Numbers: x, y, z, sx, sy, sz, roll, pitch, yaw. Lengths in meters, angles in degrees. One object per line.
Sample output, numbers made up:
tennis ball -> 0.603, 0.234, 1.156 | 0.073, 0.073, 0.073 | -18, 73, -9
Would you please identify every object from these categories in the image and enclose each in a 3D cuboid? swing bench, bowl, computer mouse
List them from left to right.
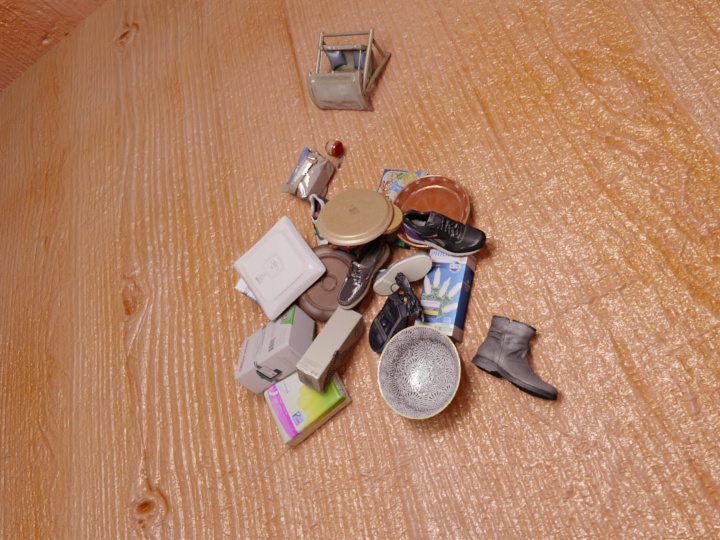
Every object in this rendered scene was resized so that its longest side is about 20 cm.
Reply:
swing bench -> -0.043, -0.586, 1.717 | 0.197, 0.129, 0.203 | 11, 78, 34
computer mouse -> 0.086, 0.118, 1.379 | 0.201, 0.052, 0.139 | -58, 40, 32
bowl -> 0.145, 0.232, 1.298 | 0.198, 0.094, 0.204 | -11, 68, 27

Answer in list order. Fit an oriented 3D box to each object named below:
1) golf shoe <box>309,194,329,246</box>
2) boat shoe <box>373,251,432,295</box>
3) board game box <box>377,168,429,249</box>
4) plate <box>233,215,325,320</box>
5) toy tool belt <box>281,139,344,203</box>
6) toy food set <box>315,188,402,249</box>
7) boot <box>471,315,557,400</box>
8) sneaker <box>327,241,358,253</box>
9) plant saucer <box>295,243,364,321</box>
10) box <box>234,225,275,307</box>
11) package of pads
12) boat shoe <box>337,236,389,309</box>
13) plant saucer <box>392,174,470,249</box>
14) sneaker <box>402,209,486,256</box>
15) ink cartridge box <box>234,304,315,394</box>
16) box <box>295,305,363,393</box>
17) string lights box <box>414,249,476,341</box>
golf shoe -> -0.104, -0.114, 1.595 | 0.076, 0.088, 0.203 | -24, 62, 19
boat shoe -> 0.100, -0.006, 1.407 | 0.199, 0.072, 0.062 | -36, 33, 47
board game box -> 0.094, -0.163, 1.522 | 0.134, 0.034, 0.203 | 11, 77, 34
plate -> -0.216, -0.010, 1.492 | 0.200, 0.032, 0.200 | -42, 69, 8
toy tool belt -> -0.145, -0.298, 1.672 | 0.122, 0.125, 0.202 | 25, 84, 27
toy food set -> -0.011, -0.129, 1.423 | 0.199, 0.049, 0.198 | -35, 50, -17
boot -> 0.340, 0.176, 1.221 | 0.198, 0.070, 0.133 | 26, 80, 32
sneaker -> -0.031, -0.107, 1.531 | 0.076, 0.078, 0.201 | -51, 14, 36
plant saucer -> -0.080, 0.031, 1.493 | 0.197, 0.037, 0.204 | 0, 87, 2
box -> -0.227, 0.000, 1.580 | 0.131, 0.115, 0.202 | 32, 89, 10
package of pads -> -0.136, 0.314, 1.457 | 0.199, 0.068, 0.155 | -39, 57, 12
boat shoe -> 0.000, 0.000, 1.433 | 0.071, 0.065, 0.201 | 26, 72, 34
plant saucer -> 0.171, -0.142, 1.426 | 0.197, 0.032, 0.203 | -9, 63, 17
sneaker -> 0.185, -0.090, 1.326 | 0.197, 0.088, 0.077 | 12, 69, 24
ink cartridge box -> -0.219, 0.204, 1.497 | 0.199, 0.084, 0.147 | -35, 30, 26
box -> -0.071, 0.187, 1.406 | 0.068, 0.083, 0.201 | 25, 60, 20
string lights box -> 0.198, 0.056, 1.357 | 0.102, 0.059, 0.203 | 3, 73, 35
